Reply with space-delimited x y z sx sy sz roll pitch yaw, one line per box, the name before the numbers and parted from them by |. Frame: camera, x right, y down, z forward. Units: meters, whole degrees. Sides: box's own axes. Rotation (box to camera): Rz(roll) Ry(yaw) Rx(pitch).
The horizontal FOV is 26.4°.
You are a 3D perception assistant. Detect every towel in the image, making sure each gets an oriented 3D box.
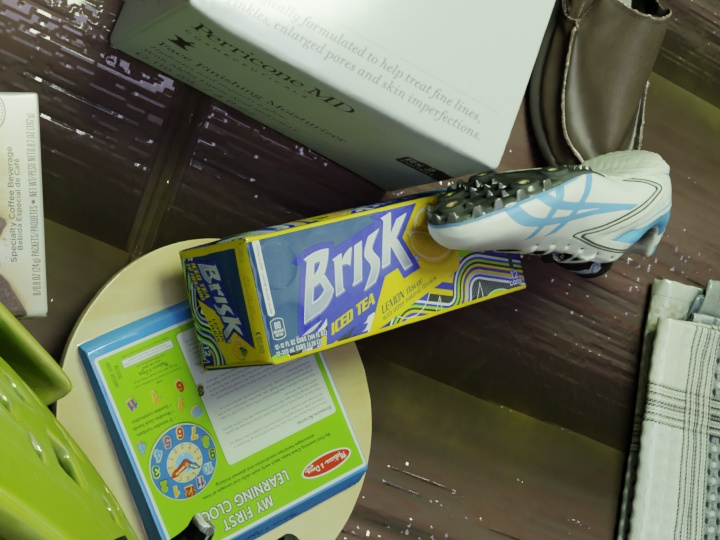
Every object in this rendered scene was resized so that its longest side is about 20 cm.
towel | 0.262 0.114 1.029 0.192 0.034 0.201 13 81 -26

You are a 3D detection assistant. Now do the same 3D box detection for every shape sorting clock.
shape sorting clock | -0.078 0.082 0.851 0.199 0.039 0.201 9 74 -32

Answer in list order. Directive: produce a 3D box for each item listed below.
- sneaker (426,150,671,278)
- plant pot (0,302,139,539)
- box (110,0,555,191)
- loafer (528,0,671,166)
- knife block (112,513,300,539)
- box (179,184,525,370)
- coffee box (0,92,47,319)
sneaker | 0.116 -0.027 0.879 0.199 0.072 0.073 -10 99 -45
plant pot | -0.219 0.095 0.652 0.199 0.182 0.199 -26 144 3
box | -0.002 -0.178 0.855 0.198 0.131 0.201 26 76 -23
loafer | 0.155 -0.148 0.968 0.073 0.071 0.201 4 85 -27
knife block | -0.090 0.182 0.630 0.174 0.201 0.064 -14 53 -15
box | 0.000 0.000 0.859 0.199 0.064 0.071 -15 94 -41
coffee box | -0.260 -0.028 0.741 0.199 0.080 0.114 -3 89 -28
